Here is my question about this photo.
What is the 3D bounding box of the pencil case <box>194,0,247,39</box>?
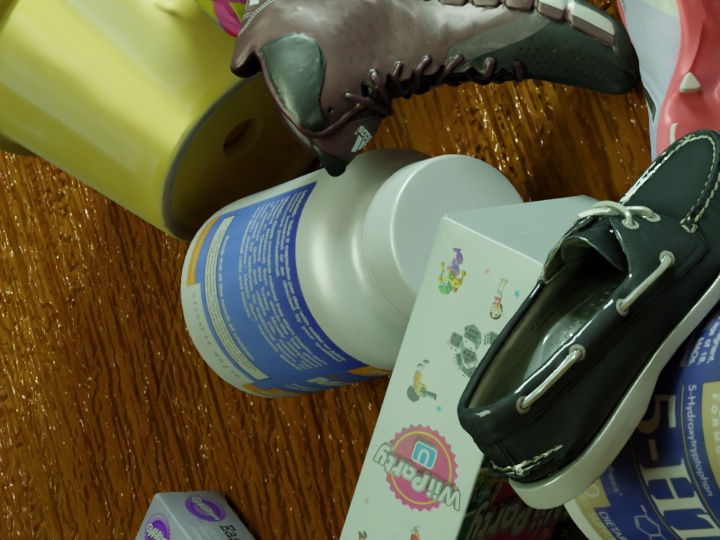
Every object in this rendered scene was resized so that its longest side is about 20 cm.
[{"bbox_3d":[-0.020,-0.205,1.511,0.200,0.088,0.088,-41,46,-5],"label":"pencil case"}]

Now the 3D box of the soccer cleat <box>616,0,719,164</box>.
[{"bbox_3d":[0.154,-0.097,1.378,0.076,0.067,0.200,140,123,-74],"label":"soccer cleat"}]

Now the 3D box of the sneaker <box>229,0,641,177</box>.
[{"bbox_3d":[0.030,-0.090,1.431,0.076,0.200,0.116,77,-148,-73],"label":"sneaker"}]

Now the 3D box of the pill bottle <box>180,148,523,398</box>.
[{"bbox_3d":[0.000,0.000,1.497,0.200,0.112,0.112,-16,75,59],"label":"pill bottle"}]

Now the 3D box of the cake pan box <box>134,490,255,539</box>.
[{"bbox_3d":[-0.086,0.249,1.656,0.200,0.052,0.184,49,121,42],"label":"cake pan box"}]

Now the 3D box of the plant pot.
[{"bbox_3d":[-0.118,-0.123,1.627,0.189,0.201,0.201,43,121,27],"label":"plant pot"}]

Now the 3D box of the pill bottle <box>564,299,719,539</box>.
[{"bbox_3d":[0.186,0.064,1.267,0.200,0.120,0.120,-11,78,51],"label":"pill bottle"}]

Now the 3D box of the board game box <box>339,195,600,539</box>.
[{"bbox_3d":[0.068,0.071,1.390,0.064,0.147,0.200,26,108,28],"label":"board game box"}]

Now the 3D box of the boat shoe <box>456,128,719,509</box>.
[{"bbox_3d":[0.108,0.007,1.259,0.076,0.060,0.200,-12,39,48],"label":"boat shoe"}]
